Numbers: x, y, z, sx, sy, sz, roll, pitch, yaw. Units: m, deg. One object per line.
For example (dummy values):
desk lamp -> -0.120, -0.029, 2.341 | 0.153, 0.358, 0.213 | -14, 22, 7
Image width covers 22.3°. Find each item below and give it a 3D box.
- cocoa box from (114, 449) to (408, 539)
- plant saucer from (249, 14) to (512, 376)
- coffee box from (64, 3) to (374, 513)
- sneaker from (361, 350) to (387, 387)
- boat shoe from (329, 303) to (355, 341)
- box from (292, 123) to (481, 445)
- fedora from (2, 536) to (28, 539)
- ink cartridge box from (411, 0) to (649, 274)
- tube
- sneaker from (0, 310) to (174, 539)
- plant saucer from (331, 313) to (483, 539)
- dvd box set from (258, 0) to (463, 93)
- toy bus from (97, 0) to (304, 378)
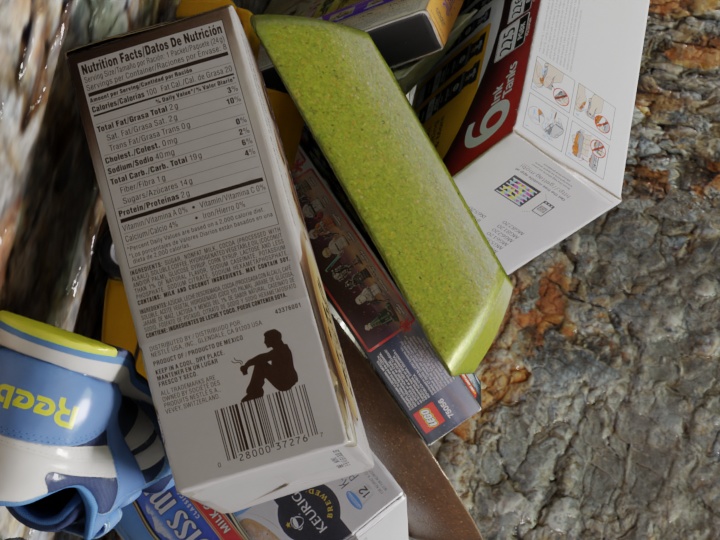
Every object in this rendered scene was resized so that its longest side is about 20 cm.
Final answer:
cocoa box -> -0.061, 0.143, 1.037 | 0.131, 0.133, 0.200 | -37, 162, -11
plant saucer -> 0.024, -0.043, 0.959 | 0.200, 0.048, 0.200 | 60, 4, 5
coffee box -> -0.061, -0.002, 0.816 | 0.113, 0.080, 0.201 | 67, 7, -76
sneaker -> -0.003, 0.115, 1.281 | 0.200, 0.066, 0.091 | -37, -153, 58
boat shoe -> -0.033, 0.032, 1.289 | 0.067, 0.074, 0.200 | -56, -166, -4
box -> 0.000, 0.000, 1.052 | 0.040, 0.200, 0.137 | -34, -179, 5
fedora -> -0.147, 0.217, 0.813 | 0.201, 0.091, 0.201 | 13, 90, -83
ink cartridge box -> 0.085, -0.098, 1.121 | 0.175, 0.084, 0.201 | -37, -149, 46
tube -> -0.004, -0.110, 1.144 | 0.200, 0.052, 0.058 | -24, -122, 56
sneaker -> -0.129, 0.080, 0.824 | 0.200, 0.074, 0.083 | 59, 46, -70
plant saucer -> 0.002, 0.091, 1.094 | 0.037, 0.201, 0.200 | -35, 165, -6
dvd box set -> 0.002, -0.169, 1.143 | 0.029, 0.146, 0.200 | 62, 25, -24
toy bus -> -0.082, -0.036, 0.941 | 0.065, 0.078, 0.201 | 64, 39, -79
